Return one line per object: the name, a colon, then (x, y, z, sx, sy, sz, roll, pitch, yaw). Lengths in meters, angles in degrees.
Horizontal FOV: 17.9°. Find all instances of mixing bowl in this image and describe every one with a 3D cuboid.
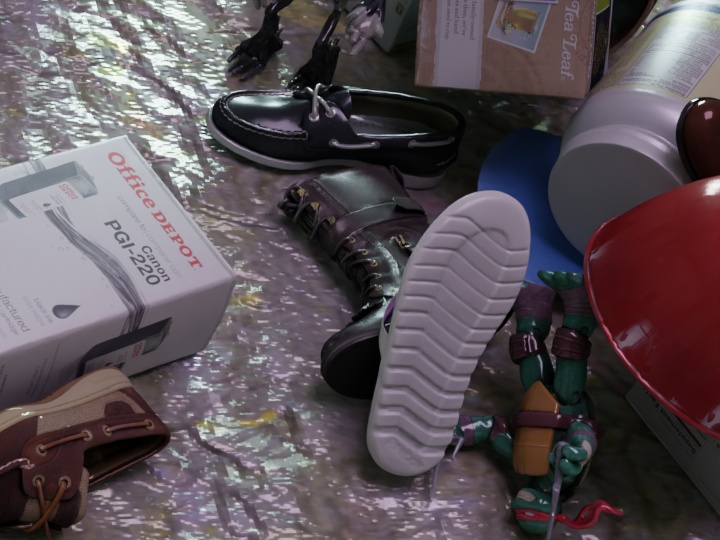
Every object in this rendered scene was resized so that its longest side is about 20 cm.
mixing bowl: (0.262, 0.010, 1.542, 0.200, 0.108, 0.200, 23, 42, -23)

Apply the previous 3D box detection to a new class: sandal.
sandal: (0.048, 0.037, 1.544, 0.082, 0.203, 0.050, 22, 2, -25)

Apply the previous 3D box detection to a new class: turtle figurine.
turtle figurine: (0.117, 0.104, 1.565, 0.101, 0.150, 0.200, 21, 73, -45)

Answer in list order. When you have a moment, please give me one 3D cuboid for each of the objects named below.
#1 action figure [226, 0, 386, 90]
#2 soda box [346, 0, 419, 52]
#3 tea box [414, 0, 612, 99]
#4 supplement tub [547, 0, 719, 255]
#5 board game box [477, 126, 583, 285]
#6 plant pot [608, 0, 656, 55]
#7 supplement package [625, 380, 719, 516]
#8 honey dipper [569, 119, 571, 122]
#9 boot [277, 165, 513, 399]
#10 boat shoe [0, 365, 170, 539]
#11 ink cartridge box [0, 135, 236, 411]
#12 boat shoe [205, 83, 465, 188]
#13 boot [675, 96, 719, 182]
action figure: (-0.028, -0.212, 1.733, 0.119, 0.200, 0.102, 26, 44, -2)
soda box: (-0.004, -0.274, 1.908, 0.068, 0.064, 0.200, -21, 60, -40)
tea box: (0.125, -0.243, 1.752, 0.133, 0.200, 0.197, 5, 11, 9)
supplement tub: (0.240, -0.100, 1.738, 0.145, 0.145, 0.200, 34, 49, 7)
board game box: (0.179, -0.026, 1.780, 0.200, 0.039, 0.158, 15, 50, -10)
plant pot: (0.192, -0.281, 1.953, 0.187, 0.187, 0.200, 36, 26, 10)
supplement package: (0.329, 0.091, 1.684, 0.200, 0.111, 0.156, -16, 58, -39)
honey dipper: (0.237, -0.117, 1.864, 0.200, 0.038, 0.038, -4, 49, -48)
boot: (0.000, 0.000, 1.650, 0.200, 0.069, 0.174, -19, 54, -44)
boat shoe: (-0.195, 0.126, 1.412, 0.072, 0.072, 0.200, 42, 38, 17)
ink cartridge box: (-0.205, 0.005, 1.515, 0.200, 0.085, 0.146, -18, 59, -41)
boat shoe: (-0.017, -0.115, 1.745, 0.200, 0.060, 0.076, 5, 46, -23)
boot: (0.331, -0.054, 1.574, 0.188, 0.200, 0.068, 48, 70, -21)
